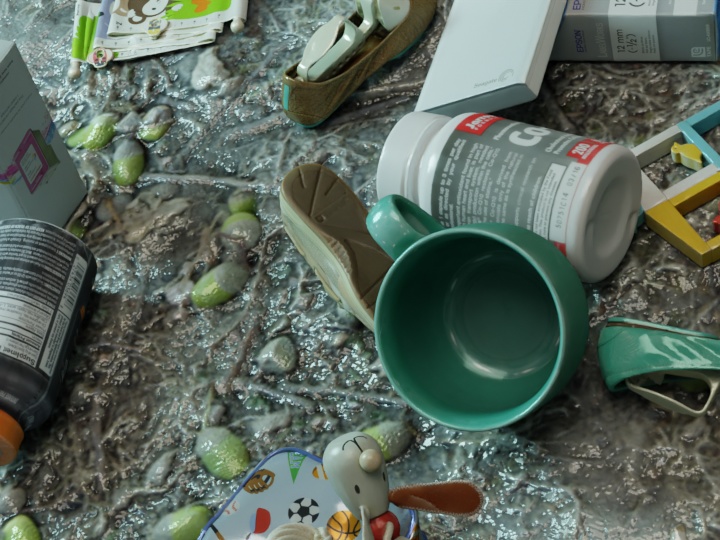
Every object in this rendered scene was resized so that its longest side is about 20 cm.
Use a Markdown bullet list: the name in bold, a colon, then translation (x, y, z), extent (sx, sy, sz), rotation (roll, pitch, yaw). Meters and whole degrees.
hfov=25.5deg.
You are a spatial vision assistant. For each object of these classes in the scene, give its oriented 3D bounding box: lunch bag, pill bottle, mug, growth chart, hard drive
- **lunch bag**: translation (-0.048, 0.238, 1.169), extent (0.160, 0.076, 0.200), rotation (23, 62, 25)
- **pill bottle**: translation (0.121, -0.067, 1.320), extent (0.200, 0.114, 0.114), rotation (17, 60, 31)
- **mug**: translation (0.097, 0.024, 1.229), extent (0.152, 0.114, 0.186), rotation (-8, 92, 23)
- **growth chart**: translation (-0.204, -0.268, 1.627), extent (0.199, 0.018, 0.145), rotation (-14, 51, 4)
- **hard drive**: translation (0.129, -0.227, 1.460), extent (0.132, 0.027, 0.200), rotation (-12, 48, 43)
- **pill bottle**: translation (-0.298, 0.063, 1.347), extent (0.106, 0.106, 0.200), rotation (1, 55, 16)

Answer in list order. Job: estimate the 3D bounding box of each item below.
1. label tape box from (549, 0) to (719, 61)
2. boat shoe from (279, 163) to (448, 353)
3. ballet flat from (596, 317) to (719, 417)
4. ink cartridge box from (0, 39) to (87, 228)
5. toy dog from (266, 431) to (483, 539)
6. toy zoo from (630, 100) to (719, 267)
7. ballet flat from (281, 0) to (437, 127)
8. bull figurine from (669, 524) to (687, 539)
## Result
- **label tape box**: translation (0.236, -0.266, 1.473), extent (0.199, 0.066, 0.144), rotation (4, 55, 16)
- **boat shoe**: translation (0.000, 0.000, 1.341), extent (0.072, 0.065, 0.200), rotation (-32, 70, -26)
- **ballet flat**: translation (0.279, 0.079, 1.212), extent (0.199, 0.067, 0.071), rotation (4, 79, 18)
- **ink cartridge box**: translation (-0.354, -0.119, 1.442), extent (0.144, 0.200, 0.085), rotation (14, 55, 24)
- **toy dog**: translation (0.043, 0.207, 1.093), extent (0.200, 0.096, 0.132), rotation (43, 62, -9)
- **toy zoo**: translation (0.309, -0.082, 1.342), extent (0.200, 0.020, 0.131), rotation (-29, 52, -7)
- **ballet flat**: translation (-0.003, -0.220, 1.499), extent (0.200, 0.072, 0.068), rotation (-43, 54, -17)
- **bull figurine**: translation (0.228, 0.253, 1.087), extent (0.200, 0.065, 0.121), rotation (-35, 49, -14)
